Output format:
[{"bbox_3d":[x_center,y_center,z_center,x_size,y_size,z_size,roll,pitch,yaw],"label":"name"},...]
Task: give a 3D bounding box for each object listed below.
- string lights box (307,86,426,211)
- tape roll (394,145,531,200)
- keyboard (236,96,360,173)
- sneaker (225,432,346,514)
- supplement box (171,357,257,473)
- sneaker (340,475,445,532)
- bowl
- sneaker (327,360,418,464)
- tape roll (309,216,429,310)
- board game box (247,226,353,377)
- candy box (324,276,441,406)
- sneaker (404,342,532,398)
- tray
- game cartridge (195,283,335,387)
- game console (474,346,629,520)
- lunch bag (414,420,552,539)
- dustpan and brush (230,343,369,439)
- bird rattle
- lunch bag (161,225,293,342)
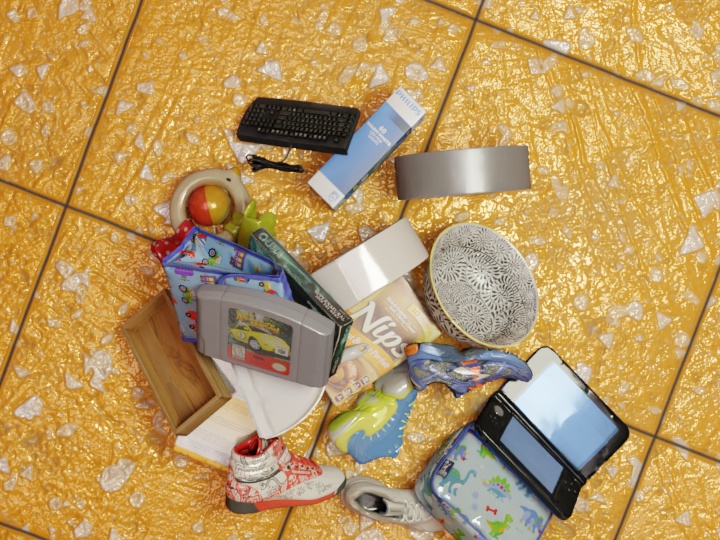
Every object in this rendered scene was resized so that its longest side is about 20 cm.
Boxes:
[{"bbox_3d":[0.009,-0.183,1.715,0.059,0.103,0.200,44,91,0],"label":"string lights box"},{"bbox_3d":[0.150,-0.143,1.668,0.198,0.200,0.067,-4,93,0],"label":"tape roll"},{"bbox_3d":[-0.103,-0.199,1.697,0.199,0.021,0.128,10,73,29],"label":"keyboard"},{"bbox_3d":[-0.107,0.295,1.702,0.200,0.067,0.109,-6,111,-28],"label":"sneaker"},{"bbox_3d":[-0.194,0.202,1.739,0.125,0.074,0.201,23,91,-2],"label":"supplement box"},{"bbox_3d":[0.067,0.368,1.740,0.198,0.087,0.075,7,90,-2],"label":"sneaker"},{"bbox_3d":[0.164,0.038,1.710,0.199,0.094,0.202,15,59,-26],"label":"bowl"},{"bbox_3d":[0.048,0.223,1.753,0.199,0.076,0.105,-36,110,0],"label":"sneaker"},{"bbox_3d":[0.000,0.000,1.671,0.201,0.202,0.071,-30,92,1],"label":"tape roll"},{"bbox_3d":[-0.095,0.048,1.627,0.028,0.136,0.200,-31,65,-33],"label":"board game box"},{"bbox_3d":[0.012,0.104,1.747,0.199,0.055,0.116,-34,93,1],"label":"candy box"},{"bbox_3d":[0.161,0.154,1.703,0.198,0.075,0.079,6,86,-5],"label":"sneaker"},{"bbox_3d":[-0.279,0.138,1.706,0.098,0.037,0.201,-39,66,15],"label":"tray"},{"bbox_3d":[-0.135,0.087,1.572,0.198,0.041,0.134,15,131,9],"label":"game cartridge"},{"bbox_3d":[0.294,0.244,1.721,0.200,0.171,0.118,45,117,2],"label":"game console"},{"bbox_3d":[0.193,0.339,1.718,0.200,0.082,0.161,45,57,-2],"label":"lunch bag"},{"bbox_3d":[-0.079,0.151,1.688,0.199,0.057,0.141,-22,87,-1],"label":"dustpan and brush"},{"bbox_3d":[-0.231,-0.073,1.740,0.198,0.113,0.164,-15,80,13],"label":"bird rattle"},{"bbox_3d":[-0.166,0.040,1.616,0.199,0.094,0.151,13,133,24],"label":"lunch bag"}]
